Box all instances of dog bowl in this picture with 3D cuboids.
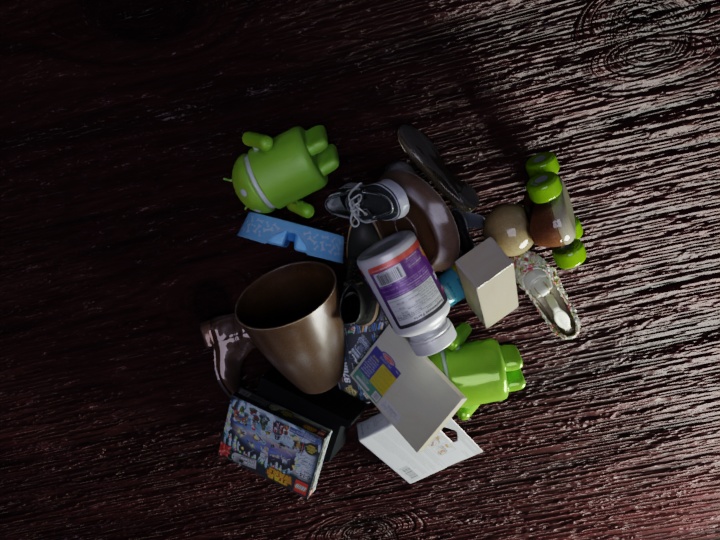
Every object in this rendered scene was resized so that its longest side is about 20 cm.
[{"bbox_3d":[-0.122,-0.061,1.276,0.199,0.111,0.050,14,91,2],"label":"dog bowl"}]

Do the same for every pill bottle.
[{"bbox_3d":[0.085,0.042,1.206,0.111,0.112,0.201,-26,104,11],"label":"pill bottle"}]

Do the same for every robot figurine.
[{"bbox_3d":[0.202,0.194,1.321,0.198,0.116,0.177,-11,112,5],"label":"robot figurine"},{"bbox_3d":[-0.137,-0.175,1.234,0.199,0.116,0.176,-24,128,11],"label":"robot figurine"}]

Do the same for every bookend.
[{"bbox_3d":[-0.114,0.316,1.372,0.199,0.092,0.200,23,110,15],"label":"bookend"}]

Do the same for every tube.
[{"bbox_3d":[0.155,0.041,1.306,0.199,0.050,0.078,-35,109,-10],"label":"tube"}]

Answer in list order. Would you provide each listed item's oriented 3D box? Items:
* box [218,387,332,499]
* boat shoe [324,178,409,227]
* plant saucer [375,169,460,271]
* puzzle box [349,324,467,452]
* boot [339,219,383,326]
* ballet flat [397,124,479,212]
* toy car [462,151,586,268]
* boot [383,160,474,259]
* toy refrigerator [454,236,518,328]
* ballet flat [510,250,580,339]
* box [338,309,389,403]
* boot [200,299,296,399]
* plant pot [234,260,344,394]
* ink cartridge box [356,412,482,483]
[{"bbox_3d":[-0.163,0.323,1.320,0.199,0.040,0.138,21,111,15],"label":"box"},{"bbox_3d":[0.004,-0.115,1.203,0.068,0.199,0.074,-29,117,-26],"label":"boat shoe"},{"bbox_3d":[0.087,-0.078,1.223,0.032,0.200,0.201,-35,106,-27],"label":"plant saucer"},{"bbox_3d":[0.083,0.211,1.282,0.200,0.025,0.133,46,108,28],"label":"puzzle box"},{"bbox_3d":[0.000,0.000,1.249,0.077,0.138,0.202,-5,87,13],"label":"boot"},{"bbox_3d":[0.131,-0.176,1.252,0.200,0.068,0.046,43,136,-13],"label":"ballet flat"},{"bbox_3d":[0.270,-0.083,1.231,0.199,0.158,0.165,-18,117,22],"label":"toy car"},{"bbox_3d":[0.127,-0.106,1.227,0.070,0.131,0.201,-39,111,-20],"label":"boot"},{"bbox_3d":[0.222,0.023,1.231,0.076,0.200,0.070,-35,63,-1],"label":"toy refrigerator"},{"bbox_3d":[0.349,0.046,1.301,0.075,0.064,0.200,-37,101,15],"label":"ballet flat"},{"bbox_3d":[0.025,0.158,1.367,0.158,0.046,0.201,-10,107,7],"label":"box"},{"bbox_3d":[-0.191,0.151,1.376,0.199,0.064,0.187,-18,107,4],"label":"boot"},{"bbox_3d":[-0.101,0.119,1.268,0.186,0.187,0.201,-15,122,8],"label":"plant pot"},{"bbox_3d":[0.117,0.326,1.370,0.173,0.044,0.200,-29,129,16],"label":"ink cartridge box"}]
